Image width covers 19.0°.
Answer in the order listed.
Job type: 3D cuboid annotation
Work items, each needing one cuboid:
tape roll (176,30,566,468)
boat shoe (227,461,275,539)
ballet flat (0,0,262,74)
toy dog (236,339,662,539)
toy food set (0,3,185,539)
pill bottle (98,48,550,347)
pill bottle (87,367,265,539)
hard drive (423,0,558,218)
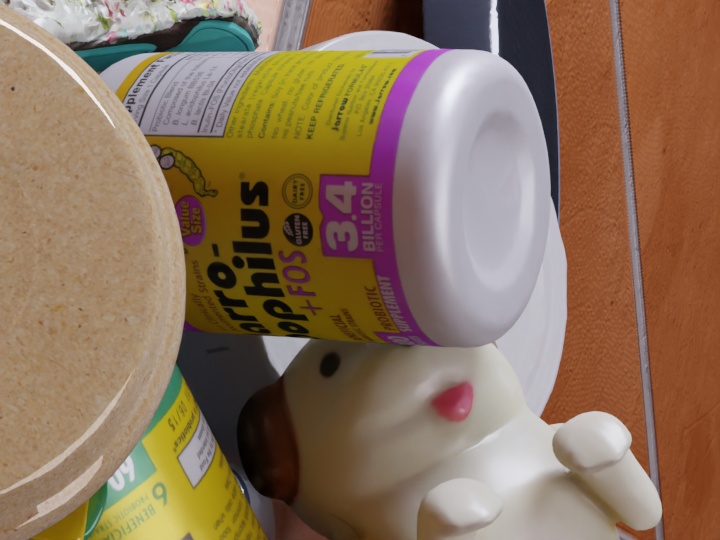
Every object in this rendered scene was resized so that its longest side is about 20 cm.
[{"bbox_3d":[0.000,0.000,0.941,0.202,0.071,0.203,11,74,-43],"label":"tape roll"},{"bbox_3d":[-0.108,0.157,0.852,0.200,0.073,0.065,-58,140,-11],"label":"boat shoe"},{"bbox_3d":[-0.100,-0.109,0.862,0.200,0.075,0.064,-13,83,-67],"label":"ballet flat"},{"bbox_3d":[0.044,0.103,0.819,0.200,0.139,0.194,61,-15,3],"label":"toy dog"},{"bbox_3d":[-0.150,0.000,0.646,0.049,0.199,0.199,136,-38,-60],"label":"toy food set"},{"bbox_3d":[-0.039,-0.028,0.785,0.104,0.199,0.105,-7,98,-62],"label":"pill bottle"},{"bbox_3d":[-0.080,0.126,0.762,0.113,0.112,0.201,-48,118,-50],"label":"pill bottle"},{"bbox_3d":[0.071,-0.104,1.166,0.135,0.042,0.201,52,33,-56],"label":"hard drive"}]
